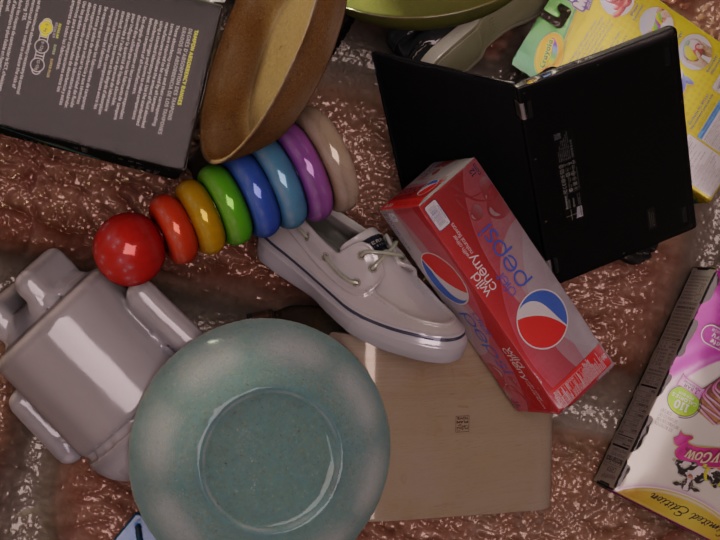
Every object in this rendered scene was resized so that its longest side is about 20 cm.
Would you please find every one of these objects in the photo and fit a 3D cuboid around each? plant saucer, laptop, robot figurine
[{"bbox_3d":[-0.057,-0.164,1.271,0.035,0.200,0.201,21,87,-22],"label":"plant saucer"},{"bbox_3d":[-0.069,0.137,1.296,0.200,0.039,0.202,-1,96,-15],"label":"plant saucer"},{"bbox_3d":[0.135,-0.098,1.347,0.199,0.116,0.188,-21,129,-8],"label":"laptop"},{"bbox_3d":[0.051,-0.242,1.361,0.199,0.200,0.031,-16,134,-8],"label":"plant saucer"},{"bbox_3d":[-0.193,0.078,1.342,0.169,0.113,0.200,-39,97,27],"label":"robot figurine"}]

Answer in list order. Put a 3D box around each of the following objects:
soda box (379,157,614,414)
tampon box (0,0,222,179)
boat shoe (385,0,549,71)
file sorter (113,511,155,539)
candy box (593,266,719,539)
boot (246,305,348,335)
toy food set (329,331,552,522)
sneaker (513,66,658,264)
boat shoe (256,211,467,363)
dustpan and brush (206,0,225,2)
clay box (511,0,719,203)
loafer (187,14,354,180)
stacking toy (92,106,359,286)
[{"bbox_3d":[0.103,0.013,1.336,0.063,0.070,0.200,-41,106,-21],"label":"soda box"},{"bbox_3d":[-0.215,-0.155,1.319,0.199,0.150,0.127,14,89,-8],"label":"tampon box"},{"bbox_3d":[0.101,-0.222,1.407,0.199,0.075,0.066,-42,67,-13],"label":"boat shoe"},{"bbox_3d":[-0.180,0.312,1.342,0.139,0.123,0.200,40,85,-6],"label":"file sorter"},{"bbox_3d":[0.296,0.115,1.441,0.136,0.061,0.201,26,87,-8],"label":"candy box"},{"bbox_3d":[-0.022,0.122,1.388,0.096,0.075,0.201,-13,90,-5],"label":"boot"},{"bbox_3d":[0.066,0.118,1.394,0.199,0.060,0.144,-1,94,-25],"label":"toy food set"},{"bbox_3d":[0.168,-0.083,1.420,0.200,0.090,0.067,50,62,-30],"label":"sneaker"},{"bbox_3d":[0.000,0.000,1.343,0.199,0.073,0.067,29,119,26],"label":"boat shoe"},{"bbox_3d":[-0.170,-0.284,1.367,0.199,0.057,0.140,32,56,-3],"label":"dustpan and brush"},{"bbox_3d":[0.227,-0.156,1.435,0.199,0.048,0.115,34,86,-6],"label":"clay box"},{"bbox_3d":[-0.080,-0.150,1.386,0.071,0.073,0.200,35,80,4],"label":"loafer"},{"bbox_3d":[-0.104,-0.044,1.307,0.199,0.085,0.086,-27,94,-14],"label":"stacking toy"}]
